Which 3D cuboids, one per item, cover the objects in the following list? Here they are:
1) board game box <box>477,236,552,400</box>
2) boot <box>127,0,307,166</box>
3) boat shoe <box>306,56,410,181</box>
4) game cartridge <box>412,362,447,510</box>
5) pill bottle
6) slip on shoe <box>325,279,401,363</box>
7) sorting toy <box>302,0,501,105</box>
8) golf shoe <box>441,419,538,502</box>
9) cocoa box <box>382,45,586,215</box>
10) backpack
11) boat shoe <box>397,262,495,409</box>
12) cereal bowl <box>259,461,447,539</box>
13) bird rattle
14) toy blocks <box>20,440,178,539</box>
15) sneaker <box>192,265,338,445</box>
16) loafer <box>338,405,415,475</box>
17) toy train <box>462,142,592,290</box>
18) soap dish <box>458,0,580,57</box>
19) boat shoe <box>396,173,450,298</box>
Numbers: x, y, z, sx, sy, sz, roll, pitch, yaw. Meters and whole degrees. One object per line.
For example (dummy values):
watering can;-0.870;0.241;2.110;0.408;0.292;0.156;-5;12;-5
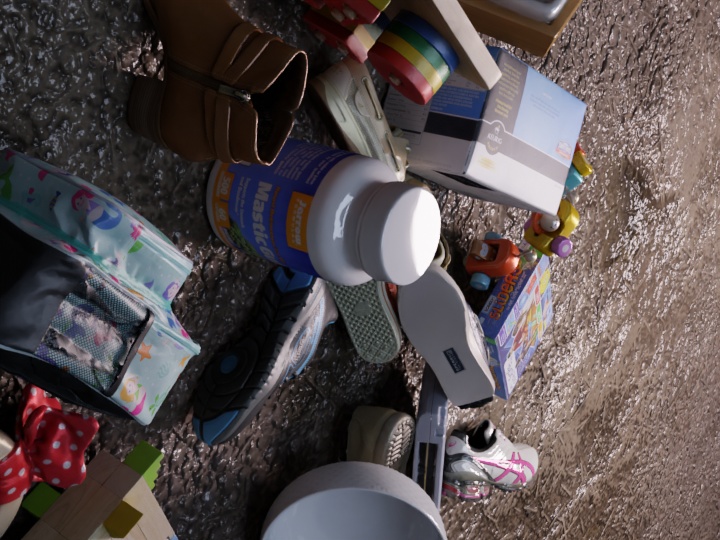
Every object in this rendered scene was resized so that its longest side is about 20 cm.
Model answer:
board game box;0.193;0.065;1.362;0.136;0.034;0.201;-58;157;-19
boot;-0.106;-0.183;0.846;0.076;0.154;0.203;14;92;-51
boat shoe;0.020;-0.114;1.068;0.065;0.072;0.201;-35;116;-10
game cartridge;0.081;0.214;1.271;0.134;0.040;0.203;-66;161;-62
pill bottle;-0.032;-0.051;0.952;0.111;0.198;0.114;-21;119;-44
slip on shoe;0.000;0.000;1.131;0.061;0.073;0.202;-78;154;-58
sorting toy;-0.001;-0.234;0.935;0.070;0.198;0.200;-49;139;-3
golf shoe;0.176;0.241;1.423;0.199;0.072;0.094;0;102;-51
cocoa box;0.130;-0.153;1.167;0.199;0.132;0.133;16;91;-51
backpack;-0.208;0.019;0.783;0.151;0.176;0.200;-54;143;-14
boat shoe;0.090;0.053;1.185;0.093;0.074;0.202;-92;162;-54
cereal bowl;-0.007;0.277;1.149;0.084;0.197;0.202;-91;172;-59
bird rattle;-0.301;0.154;0.813;0.165;0.112;0.200;-61;155;3
toy blocks;-0.231;0.255;0.923;0.200;0.099;0.138;-49;147;-28
sneaker;-0.083;0.089;1.045;0.201;0.073;0.082;-56;139;-20
loafer;0.011;0.227;1.222;0.075;0.068;0.202;-23;136;-45
toy train;0.189;-0.076;1.279;0.055;0.149;0.202;38;65;-37
soap dish;0.141;-0.308;1.086;0.158;0.198;0.082;-55;157;-21
boat shoe;0.061;-0.018;1.187;0.074;0.066;0.202;-47;136;-29
